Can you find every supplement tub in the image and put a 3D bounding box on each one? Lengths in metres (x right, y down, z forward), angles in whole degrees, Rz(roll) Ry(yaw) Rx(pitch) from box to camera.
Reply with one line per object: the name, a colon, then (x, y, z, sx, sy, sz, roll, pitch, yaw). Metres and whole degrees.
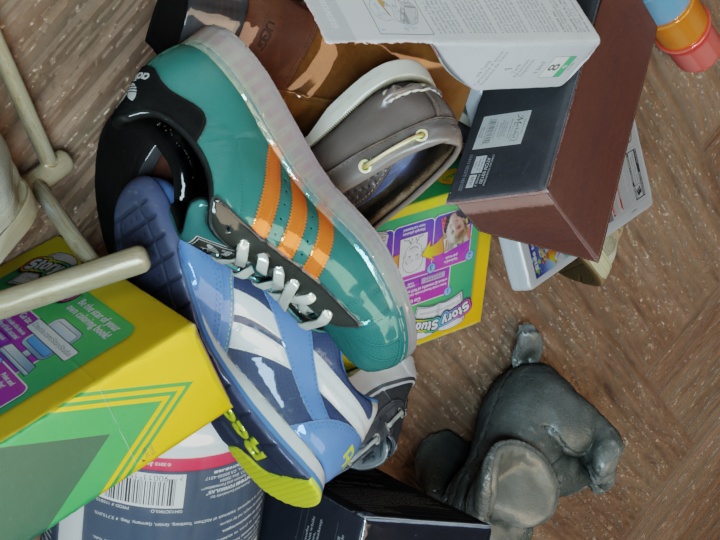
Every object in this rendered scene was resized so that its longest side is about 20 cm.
supplement tub: (-0.129, 0.142, 0.797, 0.139, 0.140, 0.202, -10, 122, -36)

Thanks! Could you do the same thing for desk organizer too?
desk organizer: (0.128, -0.104, 0.811, 0.077, 0.071, 0.201, 46, 52, -39)

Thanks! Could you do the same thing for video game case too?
video game case: (0.145, -0.086, 0.898, 0.199, 0.018, 0.145, -29, 108, -49)

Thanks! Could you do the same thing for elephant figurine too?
elephant figurine: (0.112, 0.179, 1.024, 0.199, 0.155, 0.142, -35, 156, -31)

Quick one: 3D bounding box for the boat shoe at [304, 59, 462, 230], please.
boat shoe: (-0.024, -0.030, 0.723, 0.200, 0.060, 0.072, -42, 145, 19)

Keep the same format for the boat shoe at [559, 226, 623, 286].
boat shoe: (0.149, -0.061, 0.967, 0.065, 0.072, 0.200, -59, 137, -12)

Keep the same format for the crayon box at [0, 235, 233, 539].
crayon box: (-0.186, 0.066, 0.655, 0.172, 0.200, 0.059, -31, 118, -21)

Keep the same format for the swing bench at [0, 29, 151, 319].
swing bench: (-0.237, -0.056, 0.598, 0.199, 0.130, 0.200, -29, 132, -17)

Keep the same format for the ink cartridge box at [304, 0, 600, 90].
ink cartridge box: (0.023, -0.176, 0.719, 0.199, 0.162, 0.050, -9, 152, -35)

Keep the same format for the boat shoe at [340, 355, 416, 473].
boat shoe: (-0.001, 0.104, 0.880, 0.071, 0.068, 0.200, -19, 177, 16)

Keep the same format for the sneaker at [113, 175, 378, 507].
sneaker: (-0.063, 0.030, 0.699, 0.082, 0.074, 0.201, -37, 102, -30)

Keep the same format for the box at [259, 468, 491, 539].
box: (-0.021, 0.238, 0.850, 0.103, 0.182, 0.202, 11, 92, -33)

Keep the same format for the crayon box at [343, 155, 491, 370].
crayon box: (0.000, 0.000, 0.880, 0.199, 0.058, 0.120, -17, 126, -32)

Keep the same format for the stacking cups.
stacking cups: (0.222, -0.211, 0.939, 0.200, 0.060, 0.061, 32, 93, -46)

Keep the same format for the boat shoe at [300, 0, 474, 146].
boat shoe: (0.018, -0.118, 0.831, 0.199, 0.073, 0.063, 18, 130, -45)

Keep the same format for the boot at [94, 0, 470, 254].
boot: (-0.046, -0.078, 0.755, 0.198, 0.069, 0.190, 6, 120, -34)

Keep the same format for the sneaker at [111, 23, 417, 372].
sneaker: (-0.051, -0.020, 0.644, 0.080, 0.071, 0.201, -39, 100, -27)
